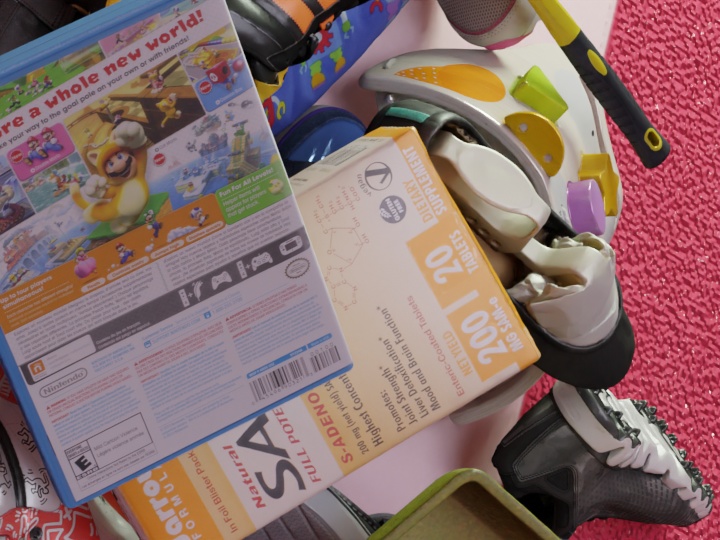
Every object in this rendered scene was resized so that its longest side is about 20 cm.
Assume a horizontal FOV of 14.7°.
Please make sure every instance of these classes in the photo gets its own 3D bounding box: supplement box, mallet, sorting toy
[{"bbox_3d":[-0.037,0.035,1.276,0.200,0.074,0.126,-31,99,-9],"label":"supplement box"},{"bbox_3d":[0.101,-0.123,1.479,0.066,0.041,0.200,-46,117,-26],"label":"mallet"},{"bbox_3d":[0.100,-0.044,1.535,0.180,0.107,0.200,-43,121,-59],"label":"sorting toy"}]

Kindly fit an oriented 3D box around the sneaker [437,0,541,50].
[{"bbox_3d":[0.040,-0.214,1.506,0.088,0.081,0.200,-15,86,-51],"label":"sneaker"}]

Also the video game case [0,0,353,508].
[{"bbox_3d":[-0.095,-0.011,1.175,0.143,0.018,0.200,-26,120,-12],"label":"video game case"}]

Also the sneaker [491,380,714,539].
[{"bbox_3d":[0.130,0.114,1.560,0.066,0.090,0.200,59,13,30],"label":"sneaker"}]

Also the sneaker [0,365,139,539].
[{"bbox_3d":[-0.155,0.130,1.303,0.108,0.067,0.201,-35,104,-38],"label":"sneaker"}]

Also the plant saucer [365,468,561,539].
[{"bbox_3d":[0.035,0.199,1.394,0.200,0.048,0.200,-41,123,10],"label":"plant saucer"}]

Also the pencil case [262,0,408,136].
[{"bbox_3d":[-0.038,-0.132,1.429,0.200,0.078,0.087,-47,137,-36],"label":"pencil case"}]

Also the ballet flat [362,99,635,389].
[{"bbox_3d":[0.080,-0.008,1.387,0.200,0.068,0.068,42,66,-23],"label":"ballet flat"}]

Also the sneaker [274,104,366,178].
[{"bbox_3d":[0.000,0.000,1.400,0.081,0.146,0.200,36,63,-33],"label":"sneaker"}]

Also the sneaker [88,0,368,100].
[{"bbox_3d":[-0.040,-0.127,1.344,0.200,0.070,0.090,-9,84,-30],"label":"sneaker"}]

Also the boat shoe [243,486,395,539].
[{"bbox_3d":[0.005,0.160,1.447,0.200,0.072,0.071,57,44,-34],"label":"boat shoe"}]

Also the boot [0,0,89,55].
[{"bbox_3d":[-0.165,-0.163,1.327,0.200,0.069,0.174,44,58,-31],"label":"boot"}]
